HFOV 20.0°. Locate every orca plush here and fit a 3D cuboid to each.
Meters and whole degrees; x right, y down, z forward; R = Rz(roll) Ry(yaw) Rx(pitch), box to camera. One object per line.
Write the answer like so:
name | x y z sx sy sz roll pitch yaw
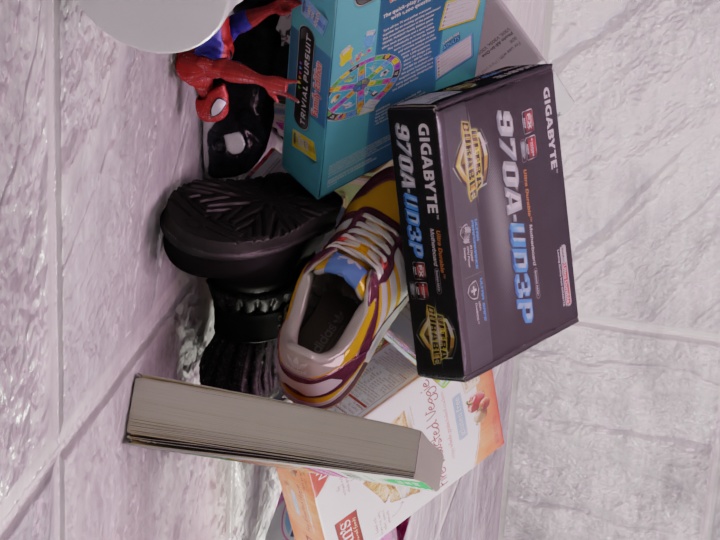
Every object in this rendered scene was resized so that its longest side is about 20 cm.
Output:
orca plush | -0.064 -0.164 1.459 0.105 0.070 0.202 57 42 -74

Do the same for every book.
book | -0.048 0.117 1.407 0.134 0.198 0.049 50 49 -75

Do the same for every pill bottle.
pill bottle | -0.092 -0.218 1.161 0.201 0.113 0.115 -70 164 -47

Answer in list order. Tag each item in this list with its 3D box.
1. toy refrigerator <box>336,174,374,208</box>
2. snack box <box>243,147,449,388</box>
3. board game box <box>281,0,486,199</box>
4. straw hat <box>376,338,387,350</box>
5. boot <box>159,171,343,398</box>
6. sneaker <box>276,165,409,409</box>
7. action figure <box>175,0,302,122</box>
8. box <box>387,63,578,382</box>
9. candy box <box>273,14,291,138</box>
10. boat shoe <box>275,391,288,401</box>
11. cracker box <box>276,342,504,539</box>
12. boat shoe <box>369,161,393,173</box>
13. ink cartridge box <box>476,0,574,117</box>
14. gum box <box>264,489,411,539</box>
toy refrigerator | 0.007 -0.116 1.870 0.070 0.075 0.201 -69 164 -51
snack box | 0.000 0.000 1.597 0.053 0.200 0.142 -48 165 -2
board game box | 0.019 -0.165 1.438 0.150 0.047 0.201 -29 145 -30
straw hat | -0.020 0.063 1.797 0.085 0.200 0.203 36 53 -31
boot | -0.090 0.021 1.449 0.211 0.079 0.159 -12 127 -62
sneaker | 0.002 0.000 1.447 0.090 0.074 0.201 90 22 -65
action figure | -0.074 -0.188 1.337 0.065 0.098 0.202 -58 157 -62
box | 0.092 -0.038 1.484 0.158 0.046 0.202 -22 110 -50
candy box | -0.032 -0.175 1.652 0.200 0.060 0.138 44 55 -76
boat shoe | -0.073 0.074 1.619 0.076 0.060 0.201 -71 165 -45
cracker box | 0.024 0.138 1.688 0.199 0.058 0.135 -34 134 -24
boat shoe | 0.051 -0.112 1.656 0.201 0.065 0.073 155 -53 -75
ink cartridge box | 0.084 -0.209 1.740 0.201 0.084 0.146 55 8 18
gum box | -0.021 0.228 1.789 0.066 0.113 0.202 34 63 -32
